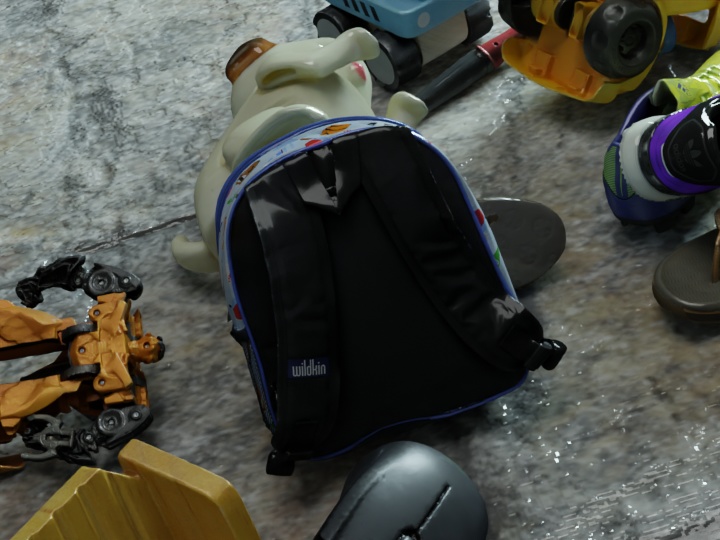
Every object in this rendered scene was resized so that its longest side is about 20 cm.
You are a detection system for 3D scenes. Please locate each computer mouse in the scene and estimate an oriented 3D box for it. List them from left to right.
[{"bbox_3d":[0.031,0.153,1.393,0.053,0.138,0.200,-48,7,26],"label":"computer mouse"}]

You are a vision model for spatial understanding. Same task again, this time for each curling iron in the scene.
[{"bbox_3d":[0.103,-0.161,1.893,0.200,0.026,0.050,-30,34,-21],"label":"curling iron"}]

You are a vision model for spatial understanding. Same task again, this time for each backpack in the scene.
[{"bbox_3d":[0.000,0.000,1.556,0.200,0.191,0.154,-20,18,-9],"label":"backpack"}]

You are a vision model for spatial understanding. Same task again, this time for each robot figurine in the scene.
[{"bbox_3d":[-0.223,0.068,1.628,0.200,0.058,0.145,-9,66,6],"label":"robot figurine"}]

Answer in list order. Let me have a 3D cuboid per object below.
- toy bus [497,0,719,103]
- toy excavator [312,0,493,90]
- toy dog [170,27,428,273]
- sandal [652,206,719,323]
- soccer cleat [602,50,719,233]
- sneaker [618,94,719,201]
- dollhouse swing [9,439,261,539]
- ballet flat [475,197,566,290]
[{"bbox_3d":[0.218,-0.220,1.844,0.192,0.200,0.136,6,18,-41],"label":"toy bus"},{"bbox_3d":[0.037,-0.241,1.877,0.100,0.200,0.194,-32,38,-24],"label":"toy excavator"},{"bbox_3d":[-0.041,-0.085,1.768,0.194,0.140,0.200,-41,25,29],"label":"toy dog"},{"bbox_3d":[0.270,-0.030,1.620,0.200,0.055,0.082,-26,36,-17],"label":"sandal"},{"bbox_3d":[0.228,-0.107,1.719,0.065,0.084,0.200,10,41,32],"label":"soccer cleat"},{"bbox_3d":[0.273,-0.093,1.644,0.200,0.070,0.100,-21,4,-34],"label":"sneaker"},{"bbox_3d":[-0.086,0.216,1.312,0.176,0.182,0.200,2,35,40],"label":"dollhouse swing"},{"bbox_3d":[0.039,-0.001,1.668,0.200,0.067,0.046,-19,2,-2],"label":"ballet flat"}]
